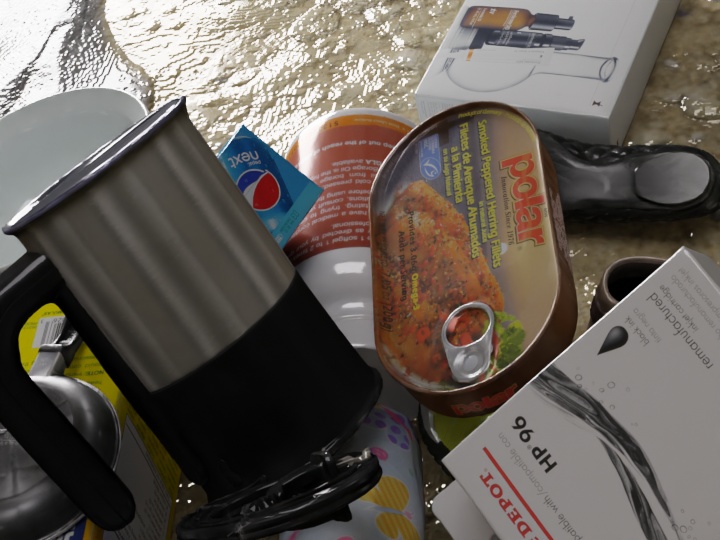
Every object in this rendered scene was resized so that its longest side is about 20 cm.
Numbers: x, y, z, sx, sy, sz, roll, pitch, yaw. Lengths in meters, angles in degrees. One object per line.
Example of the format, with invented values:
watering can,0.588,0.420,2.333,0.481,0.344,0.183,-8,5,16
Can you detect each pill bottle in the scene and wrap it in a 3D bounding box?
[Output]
pill bottle,0.000,0.000,0.909,0.110,0.113,0.202,-8,45,10

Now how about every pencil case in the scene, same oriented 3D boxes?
pencil case,-0.009,0.153,0.744,0.091,0.083,0.201,-47,17,24

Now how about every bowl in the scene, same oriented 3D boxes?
bowl,-0.219,-0.032,1.012,0.199,0.091,0.202,-17,38,14

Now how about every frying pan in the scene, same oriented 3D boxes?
frying pan,-0.168,0.074,0.798,0.114,0.031,0.191,19,58,29

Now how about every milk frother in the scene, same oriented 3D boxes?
milk frother,-0.080,0.031,0.700,0.181,0.189,0.199,-46,17,-33

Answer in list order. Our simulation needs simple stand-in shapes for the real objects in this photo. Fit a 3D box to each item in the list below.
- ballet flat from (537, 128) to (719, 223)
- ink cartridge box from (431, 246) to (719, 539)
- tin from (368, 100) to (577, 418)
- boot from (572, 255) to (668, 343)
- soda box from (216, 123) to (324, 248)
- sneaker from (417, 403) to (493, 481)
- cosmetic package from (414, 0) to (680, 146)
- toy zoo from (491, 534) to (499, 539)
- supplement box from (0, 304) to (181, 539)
ballet flat,0.153,-0.057,0.973,0.198,0.057,0.067,8,77,30
ink cartridge box,0.124,0.099,0.691,0.200,0.068,0.116,-44,71,16
tin,0.062,-0.009,0.795,0.111,0.042,0.202,-23,46,24
boot,0.150,0.043,0.795,0.197,0.147,0.071,2,60,19
soda box,-0.102,-0.008,0.896,0.064,0.200,0.068,38,56,-8
sneaker,0.117,0.106,0.783,0.199,0.077,0.075,31,31,31
cosmetic package,0.146,-0.172,1.074,0.149,0.052,0.201,11,51,22
toy zoo,0.053,0.208,0.758,0.198,0.021,0.132,-21,45,-2
supplement box,-0.176,0.118,0.852,0.108,0.110,0.202,-6,46,11
